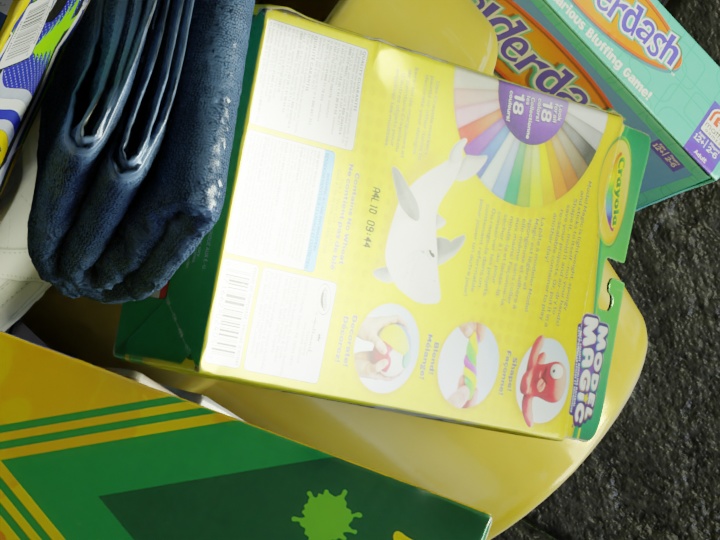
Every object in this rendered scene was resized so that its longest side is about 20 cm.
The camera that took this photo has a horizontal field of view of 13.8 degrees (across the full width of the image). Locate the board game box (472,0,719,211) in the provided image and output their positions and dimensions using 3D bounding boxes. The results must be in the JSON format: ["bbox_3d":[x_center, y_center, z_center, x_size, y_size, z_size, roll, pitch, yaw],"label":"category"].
[{"bbox_3d":[0.042,-0.075,1.205,0.200,0.152,0.045,-23,-155,54],"label":"board game box"}]

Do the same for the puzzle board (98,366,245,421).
[{"bbox_3d":[-0.054,0.077,1.095,0.151,0.200,0.017,0,-117,50],"label":"puzzle board"}]

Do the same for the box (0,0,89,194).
[{"bbox_3d":[-0.143,-0.017,0.813,0.200,0.070,0.064,-62,174,25],"label":"box"}]

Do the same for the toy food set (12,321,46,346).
[{"bbox_3d":[-0.041,0.007,1.303,0.200,0.143,0.060,-53,180,-37],"label":"toy food set"}]

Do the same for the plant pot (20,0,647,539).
[{"bbox_3d":[0.000,0.000,1.113,0.201,0.189,0.201,-42,-165,14],"label":"plant pot"}]

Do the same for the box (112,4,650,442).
[{"bbox_3d":[0.016,-0.011,0.978,0.200,0.048,0.117,14,86,-43],"label":"box"}]

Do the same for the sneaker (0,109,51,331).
[{"bbox_3d":[-0.112,-0.031,0.951,0.200,0.075,0.100,-32,155,-44],"label":"sneaker"}]

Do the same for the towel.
[{"bbox_3d":[-0.060,-0.096,0.872,0.112,0.049,0.200,131,-32,-65],"label":"towel"}]

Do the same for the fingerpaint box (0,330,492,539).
[{"bbox_3d":[-0.056,0.083,0.913,0.200,0.167,0.073,116,-5,-82],"label":"fingerpaint box"}]
